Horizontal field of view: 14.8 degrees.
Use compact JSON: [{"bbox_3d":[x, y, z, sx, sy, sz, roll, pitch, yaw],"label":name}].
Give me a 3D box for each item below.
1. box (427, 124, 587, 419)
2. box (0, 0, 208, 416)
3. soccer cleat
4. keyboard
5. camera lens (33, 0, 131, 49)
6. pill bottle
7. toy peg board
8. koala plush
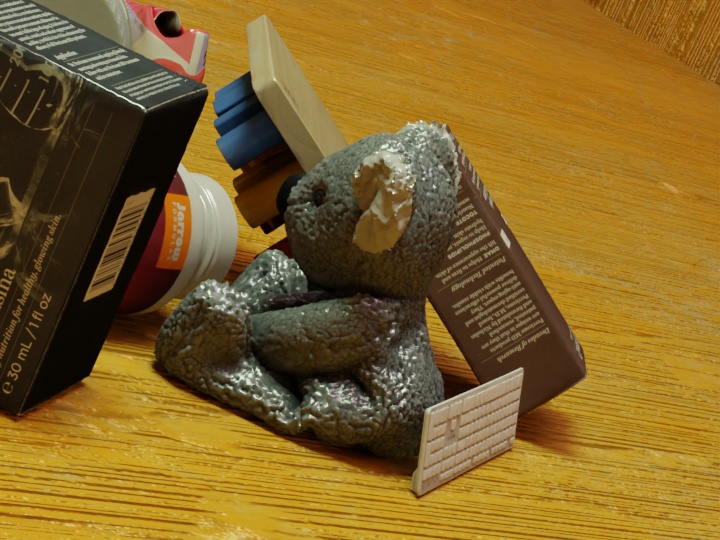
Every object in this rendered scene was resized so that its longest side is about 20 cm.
[{"bbox_3d":[0.082,0.001,1.982,0.201,0.075,0.100,60,7,-8],"label":"box"},{"bbox_3d":[-0.225,-0.055,1.615,0.196,0.201,0.124,27,15,10],"label":"box"},{"bbox_3d":[-0.197,-0.214,2.490,0.067,0.077,0.200,12,19,-39],"label":"soccer cleat"},{"bbox_3d":[0.074,0.104,1.832,0.011,0.057,0.200,16,11,18],"label":"keyboard"},{"bbox_3d":[-0.258,-0.192,2.137,0.159,0.161,0.200,21,14,-14],"label":"camera lens"},{"bbox_3d":[-0.174,-0.030,1.787,0.113,0.113,0.200,34,18,35],"label":"pill bottle"},{"bbox_3d":[-0.052,-0.054,1.966,0.200,0.098,0.200,57,6,-17],"label":"toy peg board"},{"bbox_3d":[0.000,0.000,1.789,0.183,0.201,0.177,27,14,10],"label":"koala plush"}]
